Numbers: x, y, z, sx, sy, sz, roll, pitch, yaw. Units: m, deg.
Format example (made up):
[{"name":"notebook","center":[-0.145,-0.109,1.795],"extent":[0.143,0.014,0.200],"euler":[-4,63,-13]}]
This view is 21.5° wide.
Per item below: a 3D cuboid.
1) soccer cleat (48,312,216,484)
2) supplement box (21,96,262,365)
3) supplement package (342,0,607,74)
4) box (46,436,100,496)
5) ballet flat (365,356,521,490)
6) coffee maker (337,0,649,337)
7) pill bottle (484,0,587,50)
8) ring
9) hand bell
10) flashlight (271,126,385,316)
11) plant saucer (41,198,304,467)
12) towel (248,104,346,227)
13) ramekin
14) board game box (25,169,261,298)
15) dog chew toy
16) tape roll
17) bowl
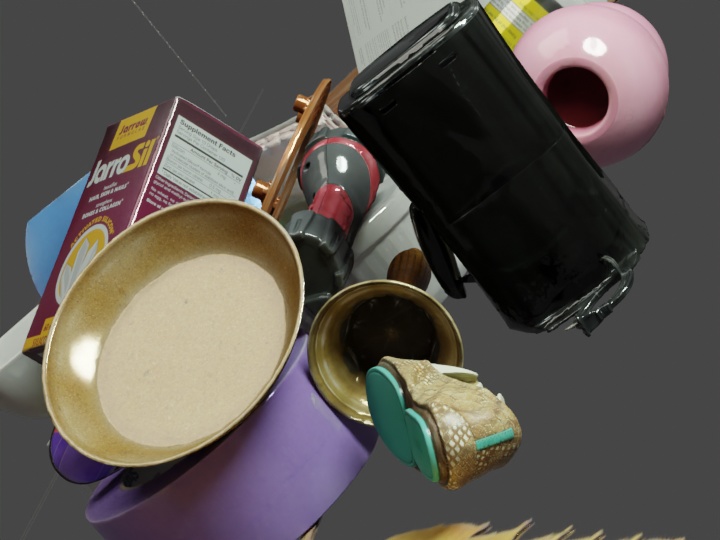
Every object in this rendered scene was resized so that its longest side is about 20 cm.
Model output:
[{"name":"soccer cleat","center":[-0.132,0.077,1.307],"extent":[0.200,0.068,0.073],"euler":[-38,13,-5]},{"name":"supplement box","center":[-0.163,-0.016,1.419],"extent":[0.110,0.085,0.201],"euler":[-15,51,52]},{"name":"supplement package","center":[0.110,-0.243,1.801],"extent":[0.150,0.152,0.200],"euler":[7,-27,-44]},{"name":"box","center":[-0.150,0.096,1.622],"extent":[0.176,0.097,0.200],"euler":[-38,11,19]},{"name":"ballet flat","center":[0.052,0.090,1.150],"extent":[0.065,0.071,0.200],"euler":[-13,12,-9]},{"name":"coffee maker","center":[0.093,-0.072,1.245],"extent":[0.135,0.200,0.192],"euler":[-43,12,-13]},{"name":"pill bottle","center":[0.123,-0.157,1.624],"extent":[0.200,0.114,0.114],"euler":[-49,10,10]},{"name":"ring","center":[-0.068,-0.054,1.424],"extent":[0.200,0.019,0.201],"euler":[23,-90,-90]},{"name":"hand bell","center":[0.029,0.024,1.334],"extent":[0.104,0.104,0.200],"euler":[-35,10,17]},{"name":"flashlight","center":[-0.024,-0.044,1.364],"extent":[0.068,0.067,0.200],"euler":[-62,3,24]},{"name":"plant saucer","center":[-0.119,0.046,1.261],"extent":[0.199,0.035,0.201],"euler":[-15,54,21]},{"name":"towel","center":[-0.053,-0.059,1.650],"extent":[0.199,0.191,0.032],"euler":[-21,51,30]},{"name":"ramekin","center":[0.000,0.000,1.516],"extent":[0.202,0.094,0.202],"euler":[-38,12,10]},{"name":"board game box","center":[-0.171,-0.019,1.562],"extent":[0.200,0.158,0.039],"euler":[-41,-15,-16]},{"name":"dog chew toy","center":[0.184,-0.153,1.476],"extent":[0.124,0.125,0.200],"euler":[-34,6,24]},{"name":"tape roll","center":[-0.089,0.136,1.317],"extent":[0.200,0.085,0.200],"euler":[-38,12,9]},{"name":"bowl","center":[-0.246,0.056,1.658],"extent":[0.200,0.075,0.200],"euler":[-44,10,-12]}]
